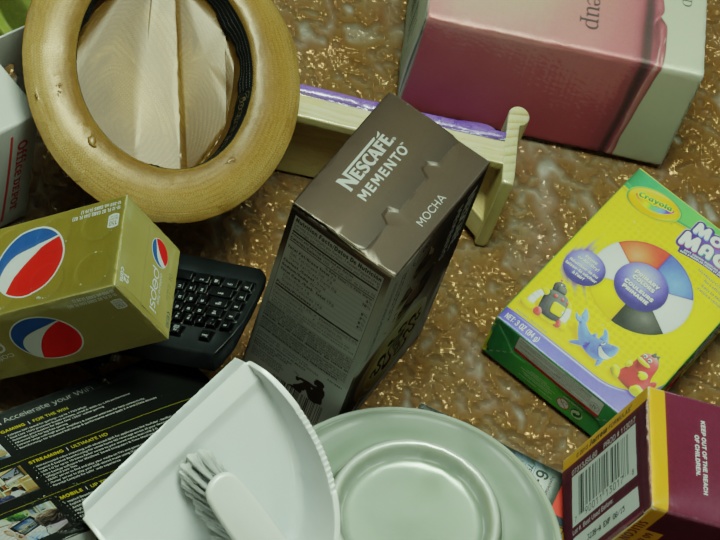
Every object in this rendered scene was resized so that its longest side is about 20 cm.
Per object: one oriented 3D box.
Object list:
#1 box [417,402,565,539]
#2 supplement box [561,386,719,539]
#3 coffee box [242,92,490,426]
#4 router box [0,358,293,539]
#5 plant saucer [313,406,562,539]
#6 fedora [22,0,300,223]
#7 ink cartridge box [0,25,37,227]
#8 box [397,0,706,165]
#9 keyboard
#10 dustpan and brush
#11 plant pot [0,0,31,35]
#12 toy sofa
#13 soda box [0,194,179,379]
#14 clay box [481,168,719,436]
[{"bbox_3d":[0.056,0.194,1.666,0.136,0.040,0.201,26,55,4],"label":"box"},{"bbox_3d":[0.237,0.154,1.668,0.199,0.110,0.086,16,55,-20],"label":"supplement box"},{"bbox_3d":[0.000,0.000,1.682,0.080,0.200,0.113,35,56,10],"label":"coffee box"},{"bbox_3d":[-0.160,0.128,1.612,0.199,0.051,0.149,-20,34,-24],"label":"router box"},{"bbox_3d":[0.030,0.159,1.627,0.199,0.050,0.201,5,55,-7],"label":"plant saucer"},{"bbox_3d":[-0.136,-0.118,1.723,0.199,0.082,0.202,8,71,-22],"label":"fedora"},{"bbox_3d":[-0.273,-0.065,1.709,0.199,0.115,0.068,-31,68,-28],"label":"ink cartridge box"},{"bbox_3d":[0.135,-0.172,1.884,0.199,0.109,0.129,11,55,-6],"label":"box"},{"bbox_3d":[-0.165,0.018,1.677,0.199,0.040,0.105,8,57,25],"label":"keyboard"},{"bbox_3d":[-0.048,0.169,1.553,0.140,0.057,0.200,-43,113,-17],"label":"dustpan and brush"},{"bbox_3d":[-0.152,-0.250,1.819,0.199,0.185,0.201,6,56,-9],"label":"plant pot"},{"bbox_3d":[0.008,-0.096,1.819,0.199,0.083,0.098,13,56,-5],"label":"toy sofa"},{"bbox_3d":[-0.212,0.019,1.635,0.199,0.064,0.068,-14,52,25],"label":"soda box"},{"bbox_3d":[0.186,0.016,1.810,0.115,0.048,0.200,38,58,11],"label":"clay box"}]
